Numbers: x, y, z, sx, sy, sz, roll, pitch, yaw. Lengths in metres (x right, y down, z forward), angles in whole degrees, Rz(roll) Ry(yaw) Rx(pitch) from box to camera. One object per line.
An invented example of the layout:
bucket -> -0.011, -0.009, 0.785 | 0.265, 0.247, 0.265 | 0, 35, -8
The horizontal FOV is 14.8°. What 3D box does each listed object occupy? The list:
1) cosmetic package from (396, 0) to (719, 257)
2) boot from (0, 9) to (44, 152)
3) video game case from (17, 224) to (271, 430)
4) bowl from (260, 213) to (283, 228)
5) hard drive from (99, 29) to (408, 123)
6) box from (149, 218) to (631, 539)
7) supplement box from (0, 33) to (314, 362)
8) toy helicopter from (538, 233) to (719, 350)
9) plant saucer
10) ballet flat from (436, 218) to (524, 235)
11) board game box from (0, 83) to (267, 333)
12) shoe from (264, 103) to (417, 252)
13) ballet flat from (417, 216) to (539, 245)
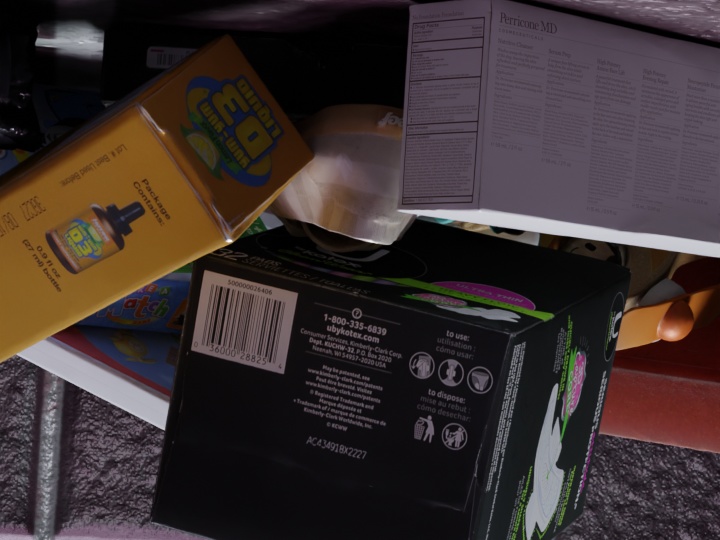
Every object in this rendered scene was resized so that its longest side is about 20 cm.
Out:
cosmetic package -> 0.102, -0.053, 1.112 | 0.200, 0.083, 0.051 | 8, 176, -43
boot -> -0.218, -0.077, 1.173 | 0.162, 0.074, 0.198 | -2, 179, -10
video game case -> -0.107, 0.005, 1.352 | 0.143, 0.017, 0.200 | 28, -152, -7
bowl -> -0.128, -0.037, 1.615 | 0.199, 0.075, 0.200 | 4, 177, -18
hard drive -> -0.038, -0.074, 1.260 | 0.139, 0.038, 0.200 | 4, 177, 2
box -> 0.018, 0.053, 1.229 | 0.148, 0.125, 0.200 | 14, -169, 18
supplement box -> -0.108, -0.024, 1.136 | 0.200, 0.067, 0.069 | -25, -167, 50
toy helicopter -> 0.167, -0.012, 1.501 | 0.199, 0.079, 0.132 | -14, -135, -14
plant saucer -> 0.218, 0.016, 1.538 | 0.199, 0.200, 0.037 | 7, 135, 45
ballet flat -> 0.079, -0.052, 1.356 | 0.072, 0.068, 0.200 | -16, 179, -7
board game box -> -0.141, -0.033, 1.320 | 0.199, 0.037, 0.151 | 5, -143, -37
shoe -> -0.015, -0.033, 1.163 | 0.070, 0.054, 0.200 | 5, 176, -13
ballet flat -> 0.000, 0.000, 1.481 | 0.200, 0.070, 0.069 | -17, 165, 32
